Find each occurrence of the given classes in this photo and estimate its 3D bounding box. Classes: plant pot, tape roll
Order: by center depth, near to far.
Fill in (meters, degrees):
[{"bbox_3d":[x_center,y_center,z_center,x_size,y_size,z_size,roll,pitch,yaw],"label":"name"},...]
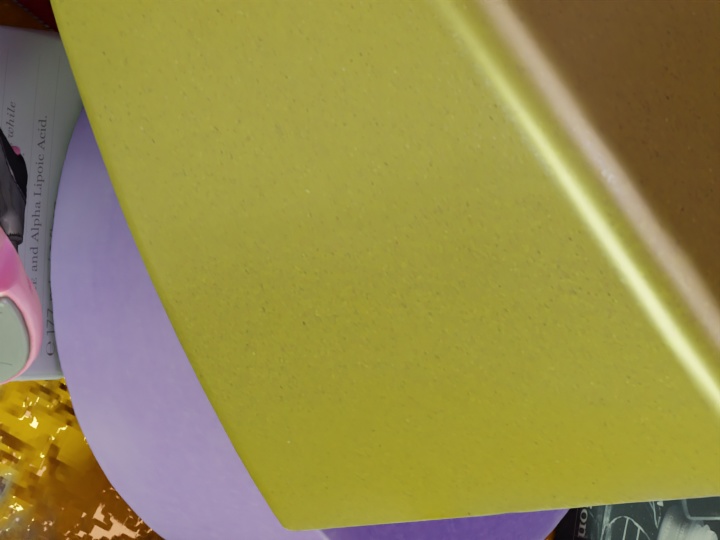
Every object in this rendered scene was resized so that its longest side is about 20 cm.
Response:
[{"bbox_3d":[0.037,-0.069,0.659,0.177,0.199,0.200,51,54,-22],"label":"plant pot"},{"bbox_3d":[0.000,0.000,0.811,0.199,0.085,0.202,0,89,-48],"label":"tape roll"}]

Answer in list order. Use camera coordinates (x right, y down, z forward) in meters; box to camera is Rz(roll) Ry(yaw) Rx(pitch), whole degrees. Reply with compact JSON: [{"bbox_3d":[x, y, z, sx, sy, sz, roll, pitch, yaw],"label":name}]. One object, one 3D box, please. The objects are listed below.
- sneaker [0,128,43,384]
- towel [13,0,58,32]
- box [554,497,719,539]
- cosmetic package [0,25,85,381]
[{"bbox_3d":[-0.143,-0.059,0.647,0.096,0.078,0.201,-82,152,-46],"label":"sneaker"},{"bbox_3d":[-0.035,-0.144,0.765,0.199,0.145,0.023,-33,68,7],"label":"towel"},{"bbox_3d":[0.159,0.066,0.875,0.103,0.182,0.202,7,90,-25],"label":"box"},{"bbox_3d":[-0.173,-0.023,0.721,0.199,0.081,0.114,-2,96,-56],"label":"cosmetic package"}]
